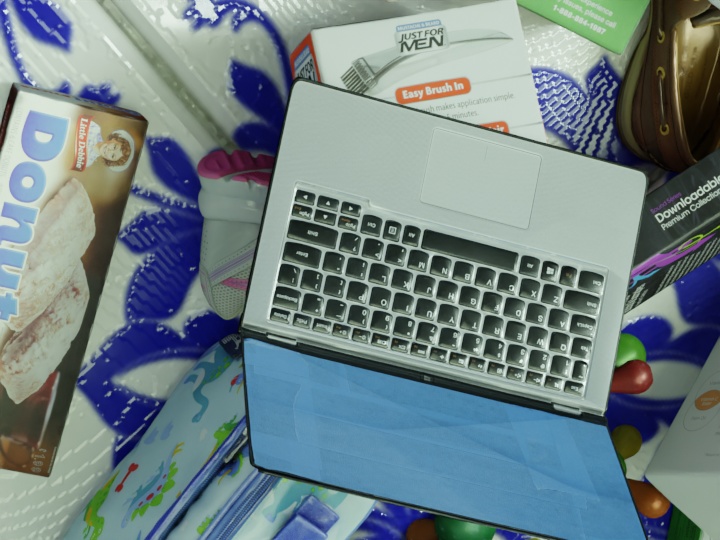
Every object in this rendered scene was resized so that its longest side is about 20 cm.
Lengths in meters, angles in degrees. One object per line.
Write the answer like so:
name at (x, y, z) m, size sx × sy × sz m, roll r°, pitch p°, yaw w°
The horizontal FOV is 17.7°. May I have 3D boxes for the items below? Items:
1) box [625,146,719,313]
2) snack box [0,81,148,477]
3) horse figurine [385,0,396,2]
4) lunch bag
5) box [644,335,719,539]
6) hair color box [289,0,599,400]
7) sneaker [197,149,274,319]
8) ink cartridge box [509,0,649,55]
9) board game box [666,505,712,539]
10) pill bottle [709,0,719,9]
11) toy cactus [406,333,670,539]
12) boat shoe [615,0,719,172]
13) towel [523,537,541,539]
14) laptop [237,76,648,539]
box at (0.192, -0.036, 1.252) m, size 0.199 × 0.143 × 0.036 m, roll -34°, pitch 79°, yaw -7°
snack box at (-0.171, 0.007, 1.206) m, size 0.071 × 0.024 × 0.201 m, roll 13°, pitch 103°, yaw -20°
horse figurine at (-0.054, -0.198, 1.112) m, size 0.132 × 0.200 × 0.050 m, roll -26°, pitch 155°, yaw -34°
lunch bag at (-0.080, 0.136, 1.202) m, size 0.082 × 0.161 × 0.200 m, roll 38°, pitch 94°, yaw -23°
box at (0.266, 0.059, 1.271) m, size 0.097 × 0.124 × 0.201 m, roll 41°, pitch 67°, yaw -22°
hair color box at (0.041, -0.026, 1.162) m, size 0.110 × 0.064 × 0.201 m, roll -10°, pitch 86°, yaw -15°
sneaker at (0.000, 0.000, 1.235) m, size 0.199 × 0.081 × 0.089 m, roll 13°, pitch 104°, yaw -13°
ink cartridge box at (0.108, -0.235, 1.187) m, size 0.144 × 0.084 × 0.201 m, roll 23°, pitch 99°, yaw -23°
board game box at (0.284, 0.151, 1.391) m, size 0.199 × 0.040 × 0.154 m, roll 5°, pitch 105°, yaw -19°
pill bottle at (0.250, -0.193, 1.187) m, size 0.200 × 0.109 × 0.110 m, roll -25°, pitch 118°, yaw -46°
toy cactus at (0.089, 0.108, 1.261) m, size 0.200 × 0.102 × 0.165 m, roll -41°, pitch 150°, yaw -5°
boat shoe at (0.191, -0.149, 1.251) m, size 0.072 × 0.068 × 0.201 m, roll 4°, pitch 105°, yaw -19°
towel at (0.063, 0.235, 1.268) m, size 0.086 × 0.018 × 0.201 m, roll -21°, pitch 133°, yaw -25°
laptop at (0.048, 0.018, 1.065) m, size 0.186 × 0.116 × 0.201 m, roll 14°, pitch 79°, yaw -12°
